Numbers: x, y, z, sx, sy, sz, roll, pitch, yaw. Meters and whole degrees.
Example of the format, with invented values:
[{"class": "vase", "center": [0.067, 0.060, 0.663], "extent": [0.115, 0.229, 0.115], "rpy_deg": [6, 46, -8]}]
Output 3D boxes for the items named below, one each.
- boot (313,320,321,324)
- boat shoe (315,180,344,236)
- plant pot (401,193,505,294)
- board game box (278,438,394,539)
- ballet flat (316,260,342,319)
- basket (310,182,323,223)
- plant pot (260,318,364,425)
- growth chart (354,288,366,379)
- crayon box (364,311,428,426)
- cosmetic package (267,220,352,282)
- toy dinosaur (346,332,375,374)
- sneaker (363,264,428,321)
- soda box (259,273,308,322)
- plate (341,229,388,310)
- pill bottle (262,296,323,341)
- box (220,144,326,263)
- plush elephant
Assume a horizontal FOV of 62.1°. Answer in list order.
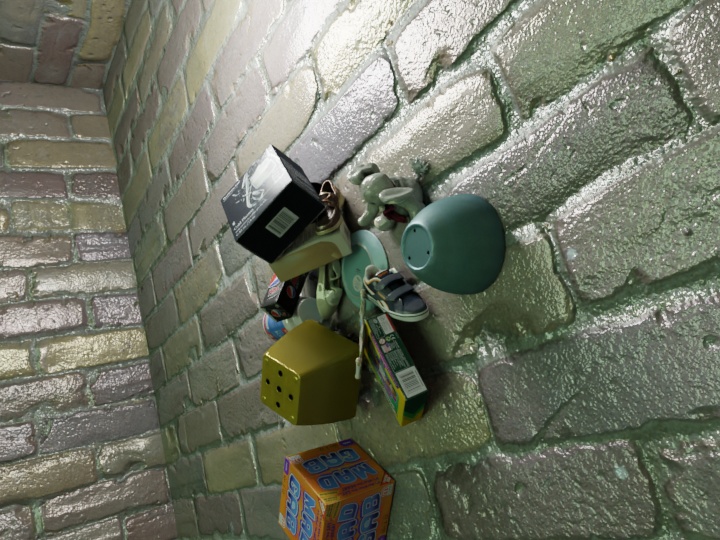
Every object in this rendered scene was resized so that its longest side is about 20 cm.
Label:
[{"class": "boot", "center": [-0.086, 0.245, 1.578], "extent": [0.154, 0.073, 0.204], "rpy_deg": [36, 137, 45]}, {"class": "boat shoe", "center": [-0.084, -0.157, 1.456], "extent": [0.072, 0.200, 0.072], "rpy_deg": [-16, 122, 20]}, {"class": "plant pot", "center": [0.159, -0.048, 1.156], "extent": [0.200, 0.134, 0.201], "rpy_deg": [8, 100, 53]}, {"class": "board game box", "center": [-0.064, 0.576, 1.485], "extent": [0.200, 0.199, 0.201], "rpy_deg": [29, 117, 49]}, {"class": "ballet flat", "center": [-0.078, 0.031, 1.560], "extent": [0.069, 0.069, 0.201], "rpy_deg": [5, 98, 54]}, {"class": "basket", "center": [-0.182, -0.157, 1.630], "extent": [0.200, 0.136, 0.181], "rpy_deg": [19, 97, 56]}, {"class": "plant pot", "center": [-0.131, 0.262, 1.453], "extent": [0.200, 0.176, 0.201], "rpy_deg": [23, 116, 37]}, {"class": "growth chart", "center": [0.002, 0.143, 1.350], "extent": [0.145, 0.018, 0.201], "rpy_deg": [92, -179, -55]}, {"class": "crayon box", "center": [0.074, 0.220, 1.316], "extent": [0.173, 0.058, 0.200], "rpy_deg": [89, 157, -58]}, {"class": "cosmetic package", "center": [-0.125, -0.057, 1.485], "extent": [0.105, 0.199, 0.071], "rpy_deg": [-95, -21, -55]}, {"class": "toy dinosaur", "center": [-0.014, 0.208, 1.508], "extent": [0.200, 0.047, 0.089], "rpy_deg": [3, 103, 58]}, {"class": "sneaker", "center": [0.070, 0.047, 1.326], "extent": [0.200, 0.078, 0.080], "rpy_deg": [25, 131, 47]}, {"class": "soda box", "center": [-0.201, 0.039, 1.625], "extent": [0.063, 0.071, 0.200], "rpy_deg": [-19, 37, 33]}, {"class": "plate", "center": [0.000, 0.000, 1.479], "extent": [0.200, 0.026, 0.201], "rpy_deg": [8, 100, 53]}, {"class": "pill bottle", "center": [-0.186, 0.135, 1.681], "extent": [0.200, 0.112, 0.113], "rpy_deg": [-24, 75, 54]}, {"class": "box", "center": [-0.216, -0.162, 1.446], "extent": [0.200, 0.124, 0.197], "rpy_deg": [-45, 40, 11]}, {"class": "plush elephant", "center": [0.056, -0.149, 1.269], "extent": [0.165, 0.154, 0.201], "rpy_deg": [41, 126, 44]}]
